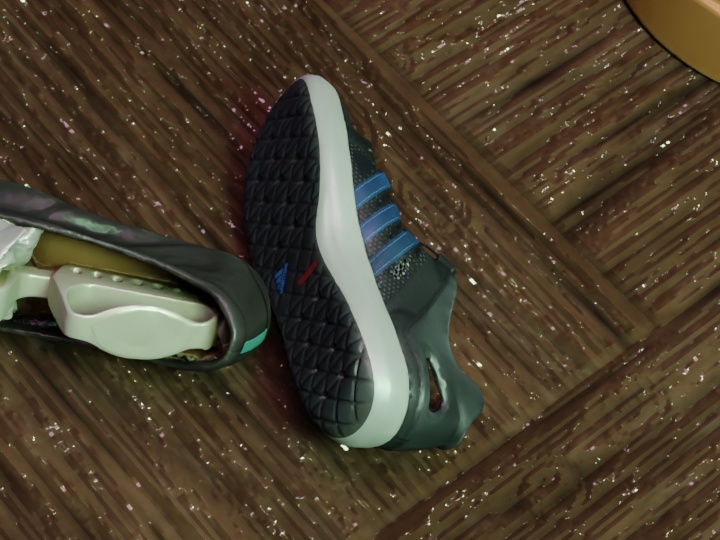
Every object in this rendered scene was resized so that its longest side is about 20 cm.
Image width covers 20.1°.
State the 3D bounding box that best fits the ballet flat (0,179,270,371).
[{"bbox_3d":[-0.137,0.002,0.893,0.198,0.068,0.068,11,21,-2],"label":"ballet flat"}]

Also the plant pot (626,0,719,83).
[{"bbox_3d":[0.241,-0.206,1.066,0.198,0.140,0.201,5,56,-7],"label":"plant pot"}]

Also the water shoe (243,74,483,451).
[{"bbox_3d":[0.000,0.000,0.940,0.079,0.071,0.201,15,47,-34],"label":"water shoe"}]
